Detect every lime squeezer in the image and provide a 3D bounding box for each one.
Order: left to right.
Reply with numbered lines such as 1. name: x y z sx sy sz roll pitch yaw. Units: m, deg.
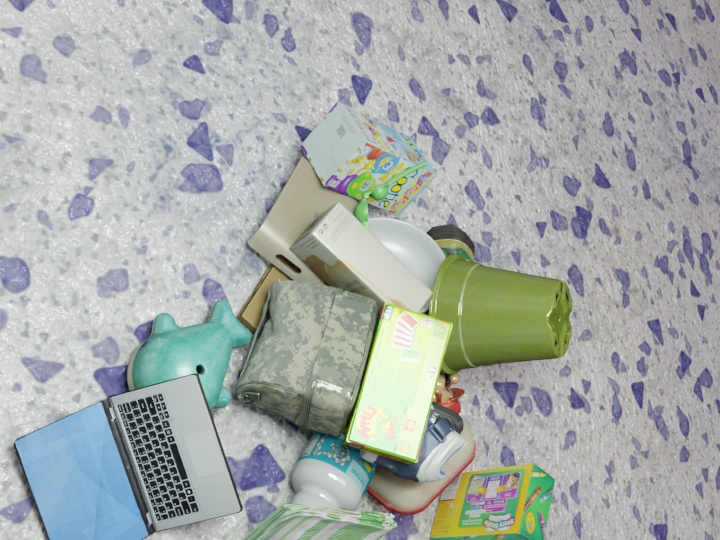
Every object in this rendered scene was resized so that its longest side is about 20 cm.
1. lime squeezer: 0.034 -0.108 1.395 0.201 0.070 0.038 -62 162 -13

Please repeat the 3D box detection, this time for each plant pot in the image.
1. plant pot: 0.236 0.073 1.389 0.200 0.189 0.201 0 90 -62

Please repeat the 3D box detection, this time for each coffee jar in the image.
1. coffee jar: 0.156 0.022 1.548 0.104 0.085 0.201 43 47 -53

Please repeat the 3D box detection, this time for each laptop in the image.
1. laptop: -0.277 0.251 1.050 0.116 0.199 0.188 -46 120 -76

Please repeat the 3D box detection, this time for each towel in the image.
1. towel: -0.065 0.374 1.192 0.199 0.153 0.023 19 37 -38

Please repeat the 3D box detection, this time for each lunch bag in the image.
1. lunch bag: -0.077 0.117 1.239 0.167 0.140 0.201 17 57 -1

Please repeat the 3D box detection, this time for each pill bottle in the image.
1. pill bottle: -0.031 0.283 1.276 0.111 0.111 0.200 47 50 -20

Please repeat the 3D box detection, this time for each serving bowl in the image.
1. serving bowl: 0.045 0.008 1.440 0.199 0.066 0.201 7 53 -9

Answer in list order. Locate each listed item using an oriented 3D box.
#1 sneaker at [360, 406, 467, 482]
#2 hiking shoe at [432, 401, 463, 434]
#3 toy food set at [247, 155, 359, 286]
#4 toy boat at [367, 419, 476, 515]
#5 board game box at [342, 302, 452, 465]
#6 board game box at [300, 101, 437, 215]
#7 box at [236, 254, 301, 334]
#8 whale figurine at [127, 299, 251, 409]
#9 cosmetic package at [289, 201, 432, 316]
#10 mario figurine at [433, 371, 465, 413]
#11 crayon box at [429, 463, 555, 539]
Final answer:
1. sneaker: 0.092 0.207 1.257 0.146 0.081 0.201 21 66 -9
2. hiking shoe: 0.078 0.197 1.364 0.101 0.199 0.076 -54 155 -42
3. toy food set: -0.083 -0.074 1.379 0.143 0.060 0.201 39 51 -17
4. toy boat: 0.097 0.318 1.387 0.200 0.130 0.131 -37 142 -28
5. board game box: 0.053 0.157 1.196 0.101 0.048 0.201 17 73 -2
6. board game box: 0.016 -0.183 1.443 0.200 0.103 0.105 16 36 -48
7. box: -0.086 0.079 1.358 0.200 0.021 0.164 46 50 -21
8. whale figurine: -0.218 0.119 1.166 0.200 0.104 0.159 -44 105 -40
9. cosmetic package: 0.000 0.000 1.291 0.200 0.105 0.071 43 65 -9
10. mario figurine: 0.119 0.158 1.462 0.123 0.106 0.201 -39 101 -42
11. crayon box: 0.212 0.389 1.398 0.058 0.200 0.119 39 53 -25
